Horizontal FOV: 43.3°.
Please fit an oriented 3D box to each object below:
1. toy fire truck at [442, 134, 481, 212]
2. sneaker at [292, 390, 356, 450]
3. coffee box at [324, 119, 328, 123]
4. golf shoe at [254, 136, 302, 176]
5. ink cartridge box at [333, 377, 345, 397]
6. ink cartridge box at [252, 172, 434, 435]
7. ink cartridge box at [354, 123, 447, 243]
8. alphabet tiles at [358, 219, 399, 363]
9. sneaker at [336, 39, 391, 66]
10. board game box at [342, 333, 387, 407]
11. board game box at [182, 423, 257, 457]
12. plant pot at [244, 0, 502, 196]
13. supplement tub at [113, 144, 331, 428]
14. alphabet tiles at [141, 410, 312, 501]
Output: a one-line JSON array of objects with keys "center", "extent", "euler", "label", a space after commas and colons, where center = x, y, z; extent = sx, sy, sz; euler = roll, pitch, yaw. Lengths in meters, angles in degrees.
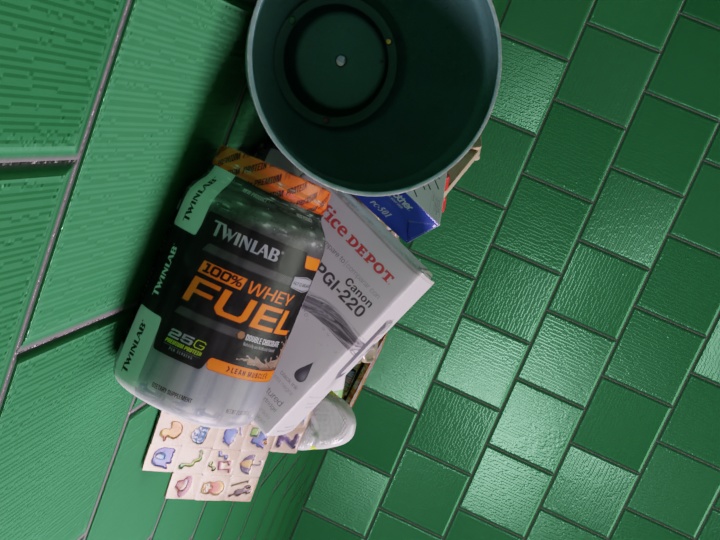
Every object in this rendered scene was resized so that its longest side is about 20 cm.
[{"center": [0.081, -0.144, 0.985], "extent": [0.199, 0.141, 0.049], "euler": [-35, 146, -30], "label": "toy fire truck"}, {"center": [-0.069, 0.164, 1.064], "extent": [0.105, 0.199, 0.076], "euler": [14, 84, -54], "label": "sneaker"}, {"center": [0.025, -0.223, 1.124], "extent": [0.200, 0.079, 0.115], "euler": [-52, 164, -65], "label": "coffee box"}, {"center": [-0.057, -0.093, 0.901], "extent": [0.078, 0.088, 0.200], "euler": [-68, 172, 29], "label": "golf shoe"}, {"center": [-0.066, 0.066, 1.131], "extent": [0.200, 0.083, 0.147], "euler": [101, -18, -62], "label": "ink cartridge box"}, {"center": [-0.052, 0.027, 0.819], "extent": [0.200, 0.146, 0.085], "euler": [-46, 168, 3], "label": "ink cartridge box"}, {"center": [0.042, -0.131, 0.872], "extent": [0.044, 0.094, 0.201], "euler": [-29, -146, 35], "label": "ink cartridge box"}, {"center": [0.000, 0.000, 0.956], "extent": [0.200, 0.014, 0.197], "euler": [7, 88, -68], "label": "alphabet tiles"}, {"center": [0.009, -0.207, 0.838], "extent": [0.080, 0.130, 0.201], "euler": [-46, 159, -75], "label": "sneaker"}, {"center": [-0.064, 0.134, 1.327], "extent": [0.200, 0.151, 0.047], "euler": [-58, 169, -47], "label": "board game box"}, {"center": [-0.115, 0.104, 0.963], "extent": [0.048, 0.101, 0.201], "euler": [47, -63, 51], "label": "board game box"}, {"center": [-0.003, -0.169, 0.733], "extent": [0.202, 0.199, 0.134], "euler": [-67, -161, 5], "label": "plant pot"}, {"center": [-0.105, 0.012, 0.718], "extent": [0.122, 0.122, 0.201], "euler": [2, 110, -83], "label": "supplement tub"}, {"center": [-0.130, 0.157, 0.946], "extent": [0.008, 0.166, 0.201], "euler": [49, -57, 54], "label": "alphabet tiles"}]
